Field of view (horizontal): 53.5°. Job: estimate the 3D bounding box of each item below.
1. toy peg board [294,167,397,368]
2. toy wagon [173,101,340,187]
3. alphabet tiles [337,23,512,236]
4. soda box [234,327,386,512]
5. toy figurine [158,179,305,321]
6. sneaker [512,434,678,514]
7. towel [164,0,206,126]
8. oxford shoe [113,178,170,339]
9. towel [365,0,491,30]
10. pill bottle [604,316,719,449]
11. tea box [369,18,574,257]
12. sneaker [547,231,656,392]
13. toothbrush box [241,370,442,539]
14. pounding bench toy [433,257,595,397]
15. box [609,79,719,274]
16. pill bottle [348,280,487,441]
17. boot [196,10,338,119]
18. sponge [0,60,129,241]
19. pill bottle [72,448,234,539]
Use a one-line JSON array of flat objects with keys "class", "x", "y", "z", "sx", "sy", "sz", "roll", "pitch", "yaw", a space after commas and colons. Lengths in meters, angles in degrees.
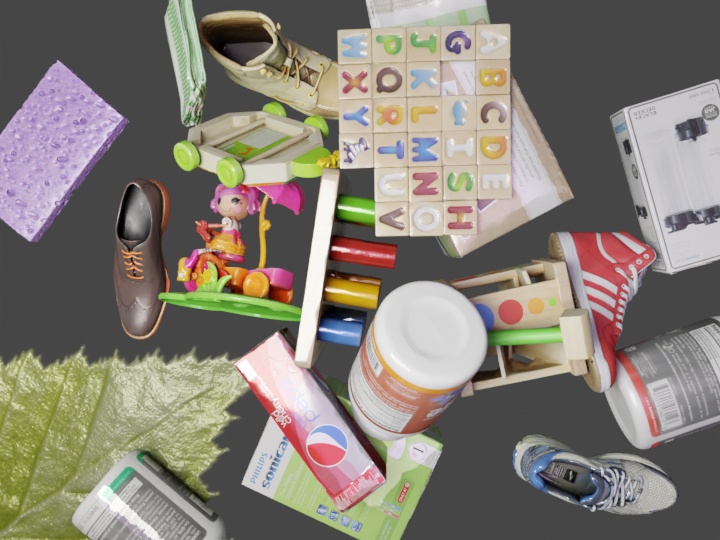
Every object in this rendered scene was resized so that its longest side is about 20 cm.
[{"class": "toy peg board", "x": 0.000, "y": 0.000, "z": 0.797, "sx": 0.097, "sy": 0.200, "sz": 0.200, "roll": 9, "pitch": 93, "yaw": 3}, {"class": "toy wagon", "x": -0.104, "y": -0.136, "z": 0.807, "sx": 0.199, "sy": 0.155, "sz": 0.040, "roll": 24, "pitch": 131, "yaw": 30}, {"class": "alphabet tiles", "x": 0.062, "y": -0.134, "z": 0.688, "sx": 0.166, "sy": 0.008, "sz": 0.201, "roll": -1, "pitch": 91, "yaw": 3}, {"class": "soda box", "x": -0.053, "y": 0.162, "z": 0.789, "sx": 0.063, "sy": 0.070, "sz": 0.200, "roll": -36, "pitch": 87, "yaw": 0}, {"class": "toy figurine", "x": -0.140, "y": -0.044, "z": 0.860, "sx": 0.199, "sy": 0.150, "sz": 0.185, "roll": 3, "pitch": 79, "yaw": 27}, {"class": "sneaker", "x": 0.284, "y": 0.258, "z": 0.852, "sx": 0.199, "sy": 0.085, "sz": 0.078, "roll": 11, "pitch": 93, "yaw": 2}, {"class": "towel", "x": -0.199, "y": -0.251, "z": 0.800, "sx": 0.023, "sy": 0.200, "sz": 0.154, "roll": -10, "pitch": 92, "yaw": -15}, {"class": "oxford shoe", "x": -0.277, "y": -0.013, "z": 0.876, "sx": 0.071, "sy": 0.073, "sz": 0.201, "roll": 1, "pitch": 93, "yaw": 2}, {"class": "towel", "x": 0.070, "y": -0.363, "z": 0.862, "sx": 0.148, "sy": 0.031, "sz": 0.201, "roll": -14, "pitch": 92, "yaw": 4}, {"class": "pill bottle", "x": 0.392, "y": 0.121, "z": 0.824, "sx": 0.199, "sy": 0.116, "sz": 0.116, "roll": -20, "pitch": 91, "yaw": 4}, {"class": "tea box", "x": 0.112, "y": -0.131, "z": 0.787, "sx": 0.133, "sy": 0.197, "sz": 0.201, "roll": -28, "pitch": 91, "yaw": 4}, {"class": "sneaker", "x": 0.292, "y": 0.038, "z": 0.819, "sx": 0.112, "sy": 0.071, "sz": 0.201, "roll": -6, "pitch": 62, "yaw": 0}, {"class": "toothbrush box", "x": -0.020, "y": 0.223, "z": 0.866, "sx": 0.199, "sy": 0.086, "sz": 0.146, "roll": 24, "pitch": 93, "yaw": 1}, {"class": "pounding bench toy", "x": 0.157, "y": 0.065, "z": 0.792, "sx": 0.155, "sy": 0.200, "sz": 0.125, "roll": -12, "pitch": 92, "yaw": 3}, {"class": "box", "x": 0.382, "y": -0.107, "z": 0.842, "sx": 0.116, "sy": 0.060, "sz": 0.201, "roll": -17, "pitch": 91, "yaw": 4}, {"class": "pill bottle", "x": 0.050, "y": 0.106, "z": 0.747, "sx": 0.111, "sy": 0.200, "sz": 0.113, "roll": 6, "pitch": 58, "yaw": -10}, {"class": "boot", "x": -0.077, "y": -0.232, "z": 0.813, "sx": 0.199, "sy": 0.155, "sz": 0.073, "roll": 20, "pitch": 93, "yaw": 1}, {"class": "sponge", "x": -0.394, "y": -0.149, "z": 0.898, "sx": 0.111, "sy": 0.030, "sz": 0.200, "roll": 39, "pitch": 93, "yaw": 1}, {"class": "pill bottle", "x": -0.237, "y": 0.322, "z": 0.869, "sx": 0.200, "sy": 0.113, "sz": 0.113, "roll": 40, "pitch": 94, "yaw": 1}]
